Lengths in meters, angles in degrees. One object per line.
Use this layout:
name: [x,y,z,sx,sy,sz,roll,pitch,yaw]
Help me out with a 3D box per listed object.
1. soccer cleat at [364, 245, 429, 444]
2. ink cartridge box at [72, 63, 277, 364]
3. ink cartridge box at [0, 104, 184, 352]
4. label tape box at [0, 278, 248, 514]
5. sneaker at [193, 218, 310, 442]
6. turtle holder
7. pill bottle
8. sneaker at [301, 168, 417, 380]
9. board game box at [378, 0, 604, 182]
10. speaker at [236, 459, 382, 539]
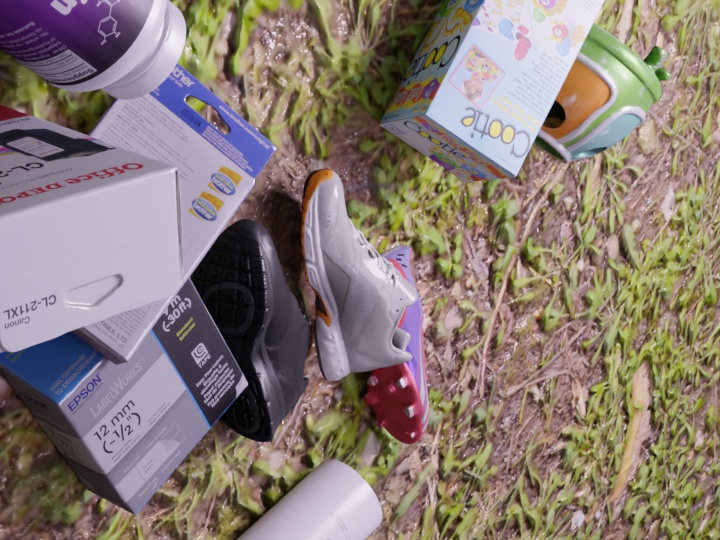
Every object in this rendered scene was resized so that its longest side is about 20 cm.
soccer cleat: [0.038,0.072,1.407,0.076,0.066,0.201,-42,130,-37]
ink cartridge box: [-0.162,-0.047,1.095,0.119,0.042,0.200,38,74,-13]
ink cartridge box: [-0.226,-0.034,0.940,0.145,0.199,0.083,-21,121,-43]
label tape box: [-0.183,0.065,1.140,0.143,0.066,0.201,-48,138,-25]
sneaker: [-0.083,0.041,1.255,0.091,0.076,0.201,-40,140,-45]
turtle holder: [0.207,-0.178,1.463,0.141,0.186,0.132,35,91,-15]
pill bottle: [-0.202,-0.190,0.974,0.200,0.112,0.113,34,78,-50]
sneaker: [0.000,0.000,1.290,0.076,0.091,0.201,-91,173,-57]
board game box: [0.119,-0.192,1.333,0.105,0.103,0.201,32,79,-20]
speaker: [-0.071,0.256,1.338,0.200,0.081,0.082,-40,132,-33]
